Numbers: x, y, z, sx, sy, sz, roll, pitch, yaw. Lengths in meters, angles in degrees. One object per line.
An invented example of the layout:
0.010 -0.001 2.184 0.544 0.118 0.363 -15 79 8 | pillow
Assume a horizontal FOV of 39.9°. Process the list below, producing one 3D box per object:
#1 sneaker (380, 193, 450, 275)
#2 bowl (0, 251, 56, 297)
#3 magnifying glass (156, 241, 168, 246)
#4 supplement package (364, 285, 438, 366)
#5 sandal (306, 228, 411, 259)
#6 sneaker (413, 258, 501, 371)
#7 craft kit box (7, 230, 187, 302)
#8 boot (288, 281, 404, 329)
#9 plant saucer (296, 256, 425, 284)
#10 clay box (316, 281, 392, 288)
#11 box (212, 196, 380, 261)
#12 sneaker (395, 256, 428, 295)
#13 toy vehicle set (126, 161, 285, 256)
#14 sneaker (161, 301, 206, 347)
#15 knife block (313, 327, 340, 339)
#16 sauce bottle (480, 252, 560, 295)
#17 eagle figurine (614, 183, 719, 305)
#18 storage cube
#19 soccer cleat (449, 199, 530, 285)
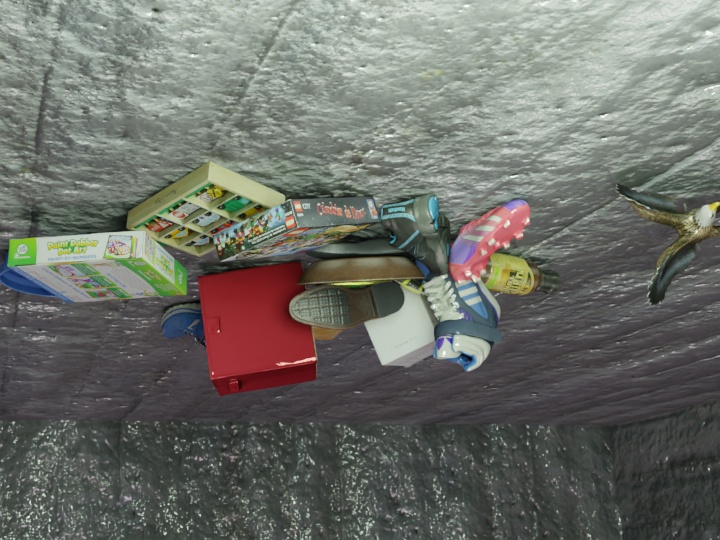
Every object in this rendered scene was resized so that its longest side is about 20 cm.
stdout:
0.085 -0.053 1.435 0.081 0.074 0.200 -3 154 14 | sneaker
-0.469 -0.001 1.571 0.197 0.040 0.201 -3 163 -1 | bowl
-0.232 -0.068 1.404 0.198 0.023 0.079 -17 155 34 | magnifying glass
0.089 0.098 1.766 0.113 0.111 0.200 -26 168 12 | supplement package
0.006 -0.043 1.508 0.197 0.044 0.076 -2 174 -19 | sandal
0.138 0.063 1.550 0.080 0.147 0.200 -23 118 43 | sneaker
-0.372 -0.002 1.429 0.194 0.049 0.200 -1 164 7 | craft kit box
-0.034 0.064 1.603 0.197 0.076 0.097 -4 169 -25 | boot
0.000 0.000 1.508 0.197 0.037 0.200 -4 179 0 | plant saucer
-0.013 0.024 1.707 0.113 0.048 0.200 -1 165 -8 | clay box
-0.081 -0.056 1.316 0.135 0.038 0.199 -21 174 32 | box
0.122 0.017 1.658 0.198 0.077 0.076 12 159 -36 | sneaker
-0.208 -0.078 1.321 0.123 0.027 0.199 22 149 -37 | toy vehicle set
-0.305 0.108 1.879 0.198 0.091 0.078 -14 159 36 | sneaker
-0.125 0.090 1.887 0.173 0.065 0.200 2 163 -17 | knife block
0.256 0.007 1.662 0.198 0.066 0.064 8 161 -35 | sauce bottle
0.436 -0.055 1.346 0.197 0.152 0.152 -16 130 -13 | eagle figurine
-0.172 0.099 1.690 0.177 0.203 0.171 -8 164 -5 | storage cube
0.180 -0.054 1.456 0.066 0.077 0.201 -10 153 -28 | soccer cleat
